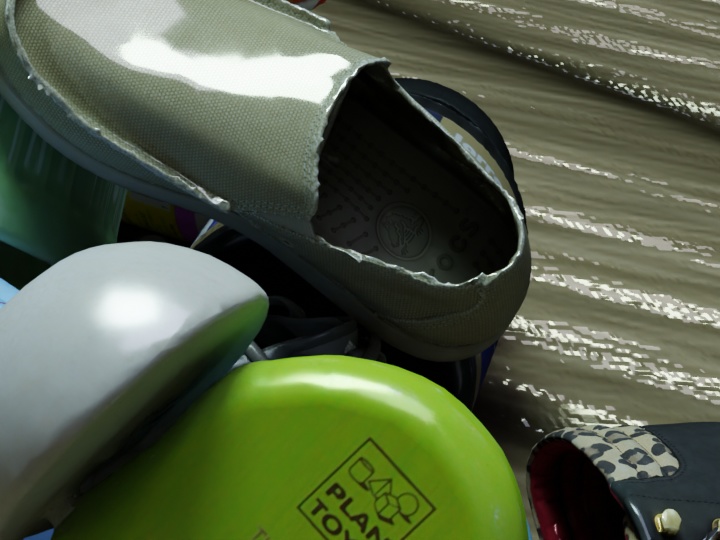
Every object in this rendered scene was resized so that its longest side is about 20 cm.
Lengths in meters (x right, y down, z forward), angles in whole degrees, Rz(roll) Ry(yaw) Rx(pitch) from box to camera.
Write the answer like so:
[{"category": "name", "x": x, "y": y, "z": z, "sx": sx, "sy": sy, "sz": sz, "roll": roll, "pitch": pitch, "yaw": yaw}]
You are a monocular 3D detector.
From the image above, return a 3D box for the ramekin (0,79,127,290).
[{"category": "ramekin", "x": -0.165, "y": -0.063, "z": 0.900, "sx": 0.200, "sy": 0.098, "sz": 0.200, "roll": 16, "pitch": -10, "yaw": 3}]

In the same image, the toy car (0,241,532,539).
[{"category": "toy car", "x": -0.036, "y": 0.100, "z": 0.635, "sx": 0.175, "sy": 0.200, "sz": 0.150, "roll": 46, "pitch": 14, "yaw": 11}]

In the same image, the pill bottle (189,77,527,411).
[{"category": "pill bottle", "x": 0.000, "y": 0.000, "z": 0.968, "sx": 0.112, "sy": 0.112, "sz": 0.200, "roll": 13, "pitch": 24, "yaw": 7}]

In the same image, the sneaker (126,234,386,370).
[{"category": "sneaker", "x": -0.010, "y": 0.060, "z": 0.829, "sx": 0.200, "sy": 0.082, "sz": 0.077, "roll": 31, "pitch": 25, "yaw": 5}]

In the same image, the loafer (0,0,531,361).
[{"category": "loafer", "x": -0.026, "y": -0.047, "z": 0.819, "sx": 0.200, "sy": 0.076, "sz": 0.068, "roll": 31, "pitch": -23, "yaw": -10}]

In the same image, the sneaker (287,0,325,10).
[{"category": "sneaker", "x": -0.050, "y": -0.133, "z": 1.043, "sx": 0.073, "sy": 0.077, "sz": 0.200, "roll": 15, "pitch": 34, "yaw": 16}]

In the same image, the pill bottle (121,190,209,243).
[{"category": "pill bottle", "x": -0.121, "y": -0.081, "z": 1.116, "sx": 0.200, "sy": 0.104, "sz": 0.104, "roll": 18, "pitch": 24, "yaw": 16}]

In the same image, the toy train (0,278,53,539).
[{"category": "toy train", "x": -0.112, "y": 0.055, "z": 0.791, "sx": 0.087, "sy": 0.114, "sz": 0.200, "roll": -12, "pitch": 32, "yaw": -43}]

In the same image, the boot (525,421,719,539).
[{"category": "boot", "x": 0.153, "y": 0.100, "z": 0.851, "sx": 0.151, "sy": 0.073, "sz": 0.200, "roll": -3, "pitch": 32, "yaw": -20}]
